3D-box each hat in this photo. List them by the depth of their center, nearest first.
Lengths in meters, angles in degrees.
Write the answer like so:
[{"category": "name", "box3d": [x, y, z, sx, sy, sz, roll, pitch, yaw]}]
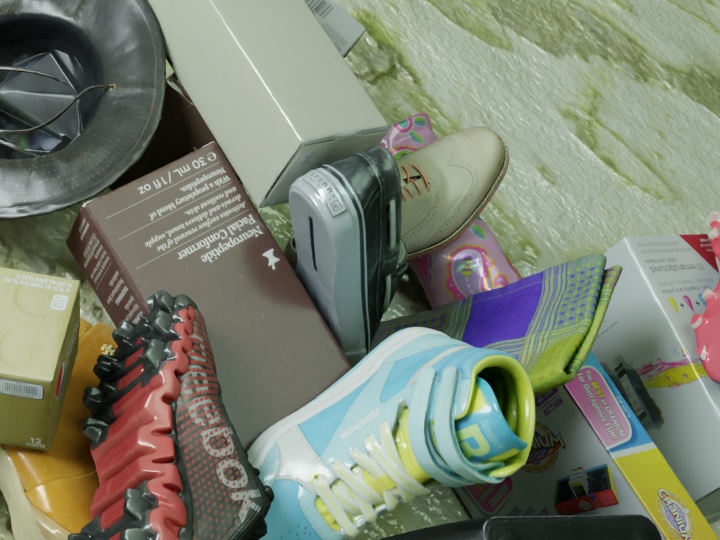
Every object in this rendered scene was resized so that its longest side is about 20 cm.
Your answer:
[{"category": "hat", "box3d": [-0.211, -0.104, 0.759, 0.199, 0.081, 0.202, 1, 63, -1]}]

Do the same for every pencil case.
[{"category": "pencil case", "box3d": [0.061, -0.027, 0.933, 0.087, 0.087, 0.201, -13, 66, -44]}]

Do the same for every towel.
[{"category": "towel", "box3d": [0.071, 0.054, 0.797, 0.023, 0.199, 0.144, 57, 39, -19]}]

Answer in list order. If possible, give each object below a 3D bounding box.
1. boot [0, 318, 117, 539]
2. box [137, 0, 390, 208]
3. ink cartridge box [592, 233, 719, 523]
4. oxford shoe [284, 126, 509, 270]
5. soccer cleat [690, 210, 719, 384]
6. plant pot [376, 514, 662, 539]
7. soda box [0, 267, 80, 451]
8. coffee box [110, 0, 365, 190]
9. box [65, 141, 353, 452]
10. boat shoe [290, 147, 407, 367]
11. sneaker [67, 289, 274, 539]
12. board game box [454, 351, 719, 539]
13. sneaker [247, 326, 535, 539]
[{"category": "boot", "box3d": [-0.149, 0.106, 0.662, 0.201, 0.071, 0.144, 38, 42, -1]}, {"category": "box", "box3d": [-0.072, -0.143, 0.757, 0.082, 0.068, 0.201, -15, 66, -42]}, {"category": "ink cartridge box", "box3d": [0.251, 0.093, 0.939, 0.144, 0.145, 0.201, -2, 60, -40]}, {"category": "oxford shoe", "box3d": [0.031, -0.047, 0.857, 0.200, 0.074, 0.071, -38, 71, -14]}, {"category": "soccer cleat", "box3d": [0.295, 0.019, 0.879, 0.076, 0.067, 0.201, 37, 39, -13]}, {"category": "plant pot", "box3d": [0.085, 0.235, 0.664, 0.199, 0.178, 0.201, 7, 52, -33]}, {"category": "soda box", "box3d": [-0.248, 0.032, 0.599, 0.198, 0.064, 0.068, 11, 47, -7]}, {"category": "coffee box", "box3d": [-0.089, -0.124, 0.866, 0.080, 0.114, 0.200, 39, 42, -5]}, {"category": "box", "box3d": [-0.088, 0.034, 0.733, 0.100, 0.075, 0.201, -30, 87, -29]}, {"category": "boat shoe", "box3d": [0.000, 0.000, 0.762, 0.071, 0.201, 0.072, -28, 64, -18]}, {"category": "sneaker", "box3d": [-0.094, 0.101, 0.618, 0.098, 0.071, 0.201, 34, 34, -33]}, {"category": "board game box", "box3d": [0.152, 0.173, 0.786, 0.040, 0.153, 0.201, -20, 72, -39]}, {"category": "sneaker", "box3d": [0.015, 0.105, 0.643, 0.200, 0.130, 0.080, -45, 113, -24]}]
